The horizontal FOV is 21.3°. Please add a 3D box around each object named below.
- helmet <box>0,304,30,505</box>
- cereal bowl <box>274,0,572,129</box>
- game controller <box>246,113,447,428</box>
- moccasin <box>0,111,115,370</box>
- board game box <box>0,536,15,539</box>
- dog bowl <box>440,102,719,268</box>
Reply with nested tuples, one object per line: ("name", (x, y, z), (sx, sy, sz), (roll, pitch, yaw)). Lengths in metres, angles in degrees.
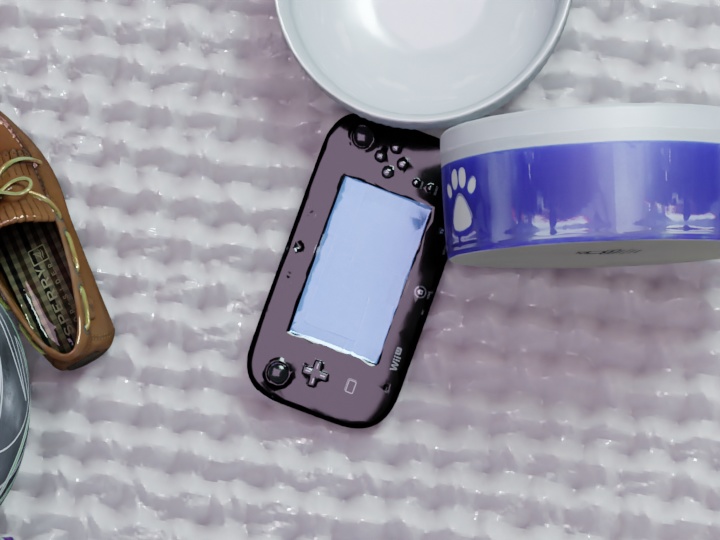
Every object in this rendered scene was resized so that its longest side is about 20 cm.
("helmet", (-0.302, 0.085, 1.215), (0.189, 0.200, 0.202), (21, 86, -1))
("cereal bowl", (0.044, -0.188, 1.267), (0.198, 0.083, 0.202), (-1, 83, 6))
("game controller", (0.000, 0.000, 1.270), (0.103, 0.042, 0.202), (19, 86, 8))
("moccasin", (-0.232, -0.027, 1.277), (0.073, 0.078, 0.203), (-22, 82, 2))
("board game box", (-0.273, 0.279, 1.232), (0.200, 0.103, 0.105), (-45, 82, -1))
("dog bowl", (0.149, -0.048, 1.181), (0.198, 0.200, 0.080), (-2, 85, 5))
